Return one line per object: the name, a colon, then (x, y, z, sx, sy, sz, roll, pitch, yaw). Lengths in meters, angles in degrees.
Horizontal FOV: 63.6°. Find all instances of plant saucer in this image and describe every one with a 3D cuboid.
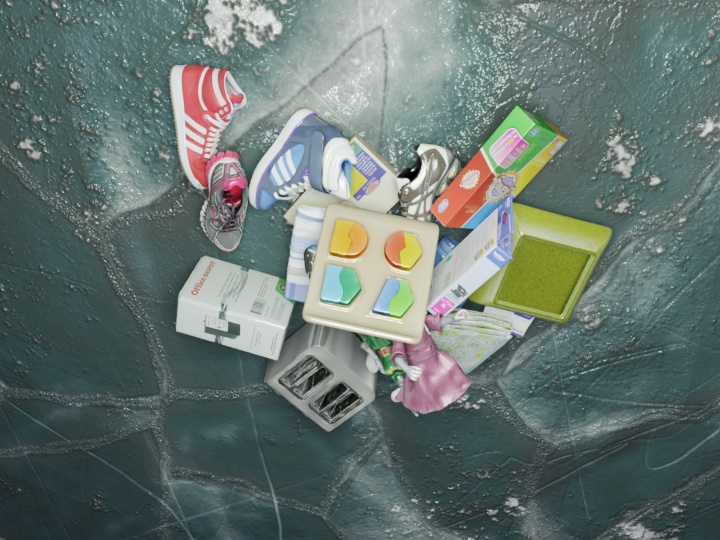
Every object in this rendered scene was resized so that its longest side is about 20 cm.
plant saucer: (0.310, 0.003, 1.000, 0.195, 0.048, 0.203, 13, 119, -5)

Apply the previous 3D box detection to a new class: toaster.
toaster: (-0.067, 0.200, 1.159, 0.199, 0.119, 0.181, -39, 111, 24)

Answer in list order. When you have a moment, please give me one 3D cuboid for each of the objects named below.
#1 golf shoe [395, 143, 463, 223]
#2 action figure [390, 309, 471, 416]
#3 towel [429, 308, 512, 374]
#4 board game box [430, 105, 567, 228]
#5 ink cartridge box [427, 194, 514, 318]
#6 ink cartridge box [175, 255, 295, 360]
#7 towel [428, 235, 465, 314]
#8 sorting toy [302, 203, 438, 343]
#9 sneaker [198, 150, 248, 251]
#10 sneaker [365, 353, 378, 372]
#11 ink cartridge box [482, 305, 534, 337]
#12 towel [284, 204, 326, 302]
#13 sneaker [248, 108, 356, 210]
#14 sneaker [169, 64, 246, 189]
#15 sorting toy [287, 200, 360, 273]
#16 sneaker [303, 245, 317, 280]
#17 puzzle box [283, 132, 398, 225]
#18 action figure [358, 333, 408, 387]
golf shoe: (0.086, -0.118, 0.964, 0.093, 0.078, 0.203, 20, 111, -19)
action figure: (0.101, 0.127, 0.947, 0.132, 0.148, 0.203, -28, 106, -21)
towel: (0.166, 0.140, 1.085, 0.168, 0.049, 0.201, 10, 140, -26)
board game box: (0.218, -0.152, 0.913, 0.201, 0.152, 0.041, -51, 63, 28)
ink cartridge box: (0.186, -0.020, 0.937, 0.042, 0.120, 0.200, 34, 125, -10)
ink cartridge box: (-0.225, 0.066, 1.082, 0.196, 0.148, 0.084, 17, 122, -3)
towel: (0.145, 0.039, 1.084, 0.110, 0.049, 0.201, 28, 119, -9)
sorting toy: (0.019, -0.003, 0.884, 0.181, 0.204, 0.037, 11, 159, 2)
sneaker: (-0.232, -0.103, 0.996, 0.079, 0.075, 0.202, -15, 144, -22)
sneaker: (0.050, 0.100, 1.076, 0.080, 0.076, 0.202, 30, 114, 7)
ink cartridge box: (0.300, 0.022, 1.064, 0.098, 0.039, 0.202, 21, 119, -8)
towel: (-0.054, -0.017, 1.016, 0.144, 0.024, 0.203, 10, 125, -7)
sneaker: (-0.089, -0.145, 0.954, 0.146, 0.080, 0.201, 43, 114, 15)
sneaker: (-0.240, -0.231, 0.953, 0.110, 0.072, 0.204, 2, 118, 9)
sorting toy: (-0.008, -0.011, 1.053, 0.198, 0.037, 0.185, 29, 120, -24)
sneaker: (0.000, 0.000, 0.967, 0.196, 0.091, 0.079, 18, 133, 4)
puzzle box: (-0.025, -0.123, 1.020, 0.133, 0.026, 0.200, 40, 116, -16)
action figure: (0.036, 0.116, 1.021, 0.117, 0.055, 0.203, -25, 98, 25)
